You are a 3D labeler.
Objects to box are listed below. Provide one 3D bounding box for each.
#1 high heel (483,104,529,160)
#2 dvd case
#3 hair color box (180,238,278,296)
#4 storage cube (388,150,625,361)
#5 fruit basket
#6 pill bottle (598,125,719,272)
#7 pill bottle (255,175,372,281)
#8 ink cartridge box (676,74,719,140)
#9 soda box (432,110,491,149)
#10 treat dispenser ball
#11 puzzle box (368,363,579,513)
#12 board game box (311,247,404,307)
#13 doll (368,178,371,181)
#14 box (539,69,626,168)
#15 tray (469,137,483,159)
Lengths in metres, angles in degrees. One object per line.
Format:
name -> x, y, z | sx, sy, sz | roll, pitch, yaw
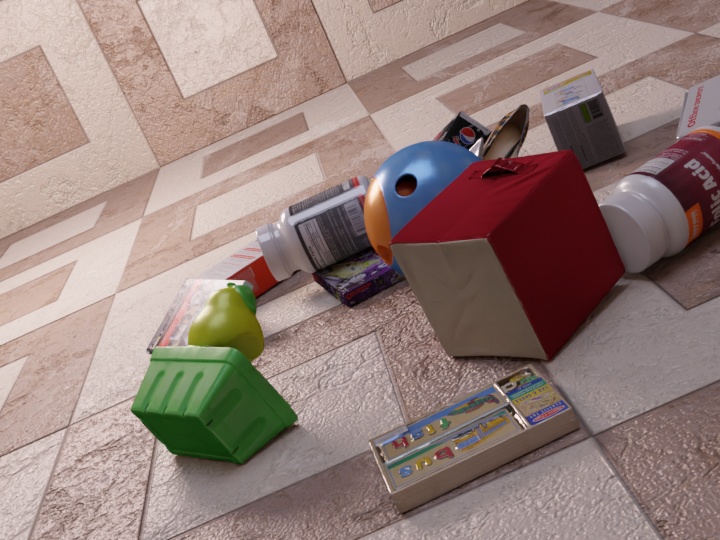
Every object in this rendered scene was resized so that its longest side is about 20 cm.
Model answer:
high heel -> 0.239, -0.203, 1.870 | 0.200, 0.071, 0.143 | -64, -1, -70
dvd case -> -0.262, 0.079, 1.806 | 0.200, 0.022, 0.146 | -1, 57, 54
hair color box -> -0.201, 0.007, 1.966 | 0.200, 0.064, 0.111 | -35, 21, -26
storage cube -> 0.174, -0.017, 1.332 | 0.171, 0.200, 0.180 | -2, 35, 50
fruit basket -> -0.173, 0.128, 1.423 | 0.215, 0.156, 0.216 | -29, 28, 17
pill bottle -> 0.385, -0.087, 1.382 | 0.200, 0.114, 0.114 | -33, 20, -24
pill bottle -> -0.061, -0.066, 1.817 | 0.200, 0.116, 0.116 | -23, 18, 5
ink cartridge box -> 0.546, -0.223, 1.529 | 0.200, 0.085, 0.145 | -21, 27, 36
soda box -> 0.167, -0.219, 1.993 | 0.063, 0.071, 0.200 | -58, 4, -9
treat dispenser ball -> 0.104, -0.083, 1.594 | 0.201, 0.201, 0.201 | -22, 18, 7
puzzle box -> 0.111, 0.169, 1.153 | 0.200, 0.025, 0.133 | -25, 18, -3
board game box -> 0.000, 0.000, 1.783 | 0.120, 0.032, 0.200 | -24, 17, -12
doll -> -0.044, -0.107, 2.067 | 0.200, 0.048, 0.137 | -41, -9, -42
box -> 0.369, -0.252, 1.876 | 0.101, 0.113, 0.200 | -21, 17, 14
tray -> 0.160, -0.120, 1.802 | 0.107, 0.022, 0.200 | -47, 18, 43
